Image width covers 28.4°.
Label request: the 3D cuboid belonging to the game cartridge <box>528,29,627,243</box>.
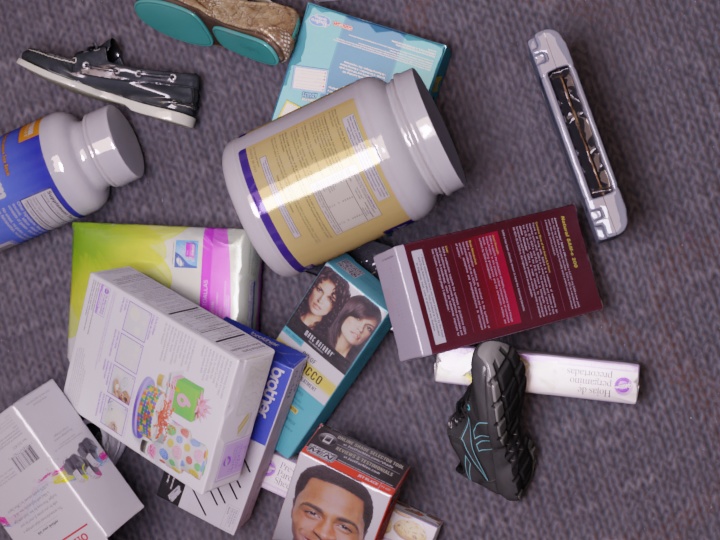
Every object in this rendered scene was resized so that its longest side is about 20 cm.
[{"bbox_3d":[0.208,-0.125,1.361,0.041,0.133,0.201,-20,87,11],"label":"game cartridge"}]

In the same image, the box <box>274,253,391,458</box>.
[{"bbox_3d":[-0.043,0.087,1.427,0.082,0.049,0.200,39,114,12],"label":"box"}]

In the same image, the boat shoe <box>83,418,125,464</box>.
[{"bbox_3d":[-0.312,0.239,1.503,0.073,0.065,0.201,21,94,10],"label":"boat shoe"}]

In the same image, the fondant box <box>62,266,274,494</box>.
[{"bbox_3d":[-0.190,0.103,1.377,0.200,0.058,0.145,28,112,30],"label":"fondant box"}]

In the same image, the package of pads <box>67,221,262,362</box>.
[{"bbox_3d":[-0.203,0.031,1.481,0.199,0.068,0.155,3,89,12],"label":"package of pads"}]

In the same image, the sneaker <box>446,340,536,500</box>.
[{"bbox_3d":[0.117,0.146,1.372,0.079,0.075,0.200,13,134,26],"label":"sneaker"}]

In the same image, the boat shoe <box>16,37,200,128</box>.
[{"bbox_3d":[-0.259,-0.208,1.490,0.199,0.074,0.066,19,91,11],"label":"boat shoe"}]

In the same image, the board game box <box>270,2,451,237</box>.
[{"bbox_3d":[-0.011,-0.153,1.451,0.151,0.047,0.201,19,94,11],"label":"board game box"}]

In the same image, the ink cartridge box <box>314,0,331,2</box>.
[{"bbox_3d":[0.007,-0.379,1.429,0.144,0.084,0.201,-4,88,11],"label":"ink cartridge box"}]

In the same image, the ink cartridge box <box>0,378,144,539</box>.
[{"bbox_3d":[-0.299,0.225,1.416,0.115,0.068,0.200,-34,91,34],"label":"ink cartridge box"}]

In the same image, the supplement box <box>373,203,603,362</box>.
[{"bbox_3d":[0.123,0.011,1.368,0.199,0.061,0.109,-13,86,-21],"label":"supplement box"}]

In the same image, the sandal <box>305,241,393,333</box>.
[{"bbox_3d":[0.000,-0.001,1.456,0.200,0.043,0.076,33,88,17],"label":"sandal"}]

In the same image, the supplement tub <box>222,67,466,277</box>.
[{"bbox_3d":[-0.015,-0.095,1.354,0.199,0.145,0.146,-24,85,11],"label":"supplement tub"}]

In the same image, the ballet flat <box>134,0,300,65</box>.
[{"bbox_3d":[-0.142,-0.263,1.467,0.200,0.071,0.065,23,67,26],"label":"ballet flat"}]

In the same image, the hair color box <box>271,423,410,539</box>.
[{"bbox_3d":[-0.031,0.261,1.409,0.101,0.061,0.201,24,119,11],"label":"hair color box"}]

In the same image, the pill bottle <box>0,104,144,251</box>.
[{"bbox_3d":[-0.332,-0.098,1.485,0.199,0.112,0.112,-22,85,11],"label":"pill bottle"}]

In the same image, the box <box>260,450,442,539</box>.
[{"bbox_3d":[-0.014,0.236,1.455,0.199,0.039,0.042,24,95,11],"label":"box"}]

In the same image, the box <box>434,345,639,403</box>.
[{"bbox_3d":[0.174,0.100,1.408,0.199,0.041,0.039,6,92,11],"label":"box"}]

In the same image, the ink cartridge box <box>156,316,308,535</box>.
[{"bbox_3d":[-0.130,0.156,1.421,0.094,0.044,0.201,25,112,11],"label":"ink cartridge box"}]
